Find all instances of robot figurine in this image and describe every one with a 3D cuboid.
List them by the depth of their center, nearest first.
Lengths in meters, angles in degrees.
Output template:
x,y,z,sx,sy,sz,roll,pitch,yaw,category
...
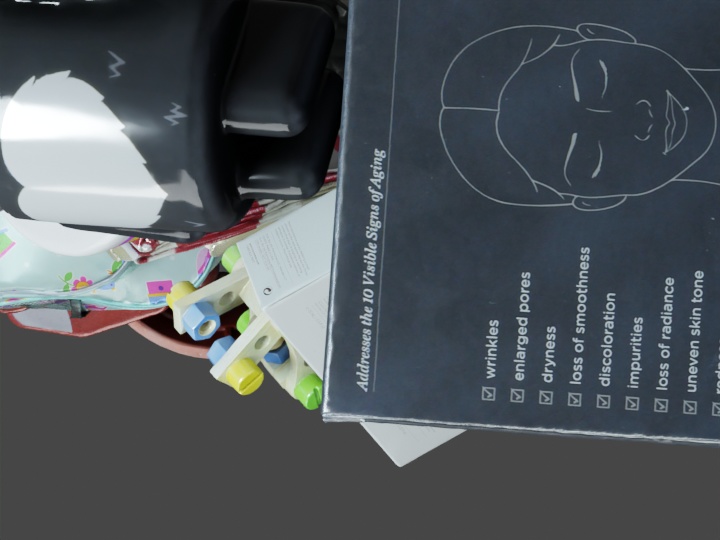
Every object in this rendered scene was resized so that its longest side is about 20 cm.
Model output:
x,y,z,sx,sy,sz,roll,pitch,yaw,category
-0.111,-0.079,1.337,0.200,0.151,0.125,5,-168,13,robot figurine

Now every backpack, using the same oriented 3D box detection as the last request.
x,y,z,sx,sy,sz,roll,pitch,yaw,category
-0.176,-0.056,1.903,0.200,0.176,0.153,0,-176,-2,backpack

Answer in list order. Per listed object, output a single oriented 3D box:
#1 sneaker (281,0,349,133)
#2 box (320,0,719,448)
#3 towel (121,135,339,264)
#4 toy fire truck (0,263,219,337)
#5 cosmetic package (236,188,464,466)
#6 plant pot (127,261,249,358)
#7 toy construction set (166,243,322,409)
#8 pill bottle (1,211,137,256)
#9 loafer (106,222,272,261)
x,y,z,sx,sy,sz,roll,pitch,yaw,category
0.016,-0.101,1.421,0.200,0.072,0.072,10,-162,-12,sneaker
0.088,-0.028,1.308,0.196,0.200,0.124,4,180,1,box
-0.062,-0.069,1.711,0.200,0.023,0.144,-19,-149,-19,towel
-0.177,-0.047,2.044,0.168,0.200,0.112,8,-159,9,toy fire truck
0.043,0.012,1.590,0.151,0.052,0.200,-27,145,8,cosmetic package
-0.102,-0.047,2.254,0.200,0.201,0.195,4,-173,-1,plant pot
0.000,0.000,1.675,0.200,0.092,0.131,-30,146,7,toy construction set
-0.104,-0.078,1.590,0.104,0.104,0.200,4,-164,30,pill bottle
-0.071,-0.049,1.769,0.200,0.068,0.076,-6,-150,3,loafer
